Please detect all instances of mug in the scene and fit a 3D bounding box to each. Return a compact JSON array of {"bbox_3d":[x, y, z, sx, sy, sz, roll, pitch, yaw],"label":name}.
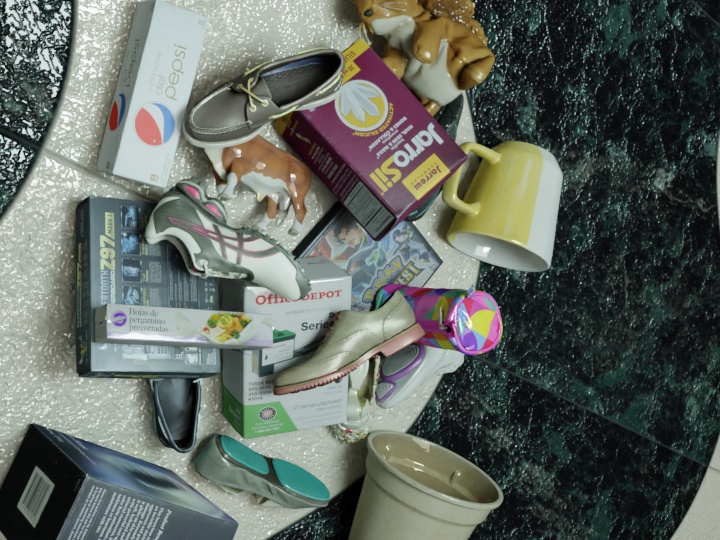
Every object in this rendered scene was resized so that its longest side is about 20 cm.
[{"bbox_3d":[0.208,-0.100,1.440,0.187,0.149,0.154,46,61,-67],"label":"mug"}]

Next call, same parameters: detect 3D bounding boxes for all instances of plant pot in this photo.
[{"bbox_3d":[0.067,0.348,1.426,0.200,0.200,0.184,17,100,-34],"label":"plant pot"}]

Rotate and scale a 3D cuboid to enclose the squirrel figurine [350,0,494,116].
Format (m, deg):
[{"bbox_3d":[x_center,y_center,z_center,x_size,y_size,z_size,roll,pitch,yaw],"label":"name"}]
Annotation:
[{"bbox_3d":[0.075,-0.313,1.339,0.187,0.141,0.200,44,46,-13],"label":"squirrel figurine"}]

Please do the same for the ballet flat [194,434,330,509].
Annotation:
[{"bbox_3d":[-0.129,0.273,1.355,0.200,0.067,0.064,33,108,-33],"label":"ballet flat"}]

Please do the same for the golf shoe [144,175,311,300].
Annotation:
[{"bbox_3d":[-0.151,-0.016,1.188,0.200,0.077,0.088,36,64,-5],"label":"golf shoe"}]

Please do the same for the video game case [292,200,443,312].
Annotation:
[{"bbox_3d":[0.000,0.000,1.399,0.200,0.025,0.181,-49,121,-15],"label":"video game case"}]

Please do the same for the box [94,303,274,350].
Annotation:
[{"bbox_3d":[-0.192,0.064,1.158,0.199,0.041,0.039,5,76,-31],"label":"box"}]

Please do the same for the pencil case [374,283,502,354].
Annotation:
[{"bbox_3d":[0.094,0.060,1.338,0.088,0.200,0.089,-1,91,-30],"label":"pencil case"}]

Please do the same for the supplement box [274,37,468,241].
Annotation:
[{"bbox_3d":[0.010,-0.159,1.281,0.131,0.103,0.200,-42,89,-20],"label":"supplement box"}]

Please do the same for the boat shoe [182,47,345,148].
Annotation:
[{"bbox_3d":[-0.108,-0.199,1.178,0.199,0.060,0.072,-23,79,-17],"label":"boat shoe"}]

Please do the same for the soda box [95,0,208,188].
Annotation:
[{"bbox_3d":[-0.237,-0.199,1.183,0.068,0.064,0.201,14,91,-34],"label":"soda box"}]

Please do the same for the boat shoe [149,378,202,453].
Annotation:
[{"bbox_3d":[-0.224,0.120,1.253,0.075,0.062,0.201,-2,99,-25],"label":"boat shoe"}]

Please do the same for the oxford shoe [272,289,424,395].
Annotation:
[{"bbox_3d":[-0.024,0.089,1.261,0.200,0.070,0.075,-25,90,-18],"label":"oxford shoe"}]

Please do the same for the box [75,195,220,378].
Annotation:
[{"bbox_3d":[-0.242,0.022,1.192,0.157,0.051,0.201,4,75,-35],"label":"box"}]

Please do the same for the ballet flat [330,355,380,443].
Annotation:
[{"bbox_3d":[-0.011,0.152,1.377,0.075,0.064,0.201,2,113,-3],"label":"ballet flat"}]

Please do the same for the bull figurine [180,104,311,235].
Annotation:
[{"bbox_3d":[-0.136,-0.121,1.250,0.200,0.065,0.122,24,64,-39],"label":"bull figurine"}]

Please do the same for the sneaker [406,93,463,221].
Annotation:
[{"bbox_3d":[0.088,-0.158,1.407,0.200,0.075,0.079,-65,152,-18],"label":"sneaker"}]

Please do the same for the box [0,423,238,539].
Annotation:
[{"bbox_3d":[-0.277,0.276,1.167,0.198,0.200,0.124,29,83,-35],"label":"box"}]

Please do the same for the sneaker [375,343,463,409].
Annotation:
[{"bbox_3d":[0.099,0.127,1.452,0.200,0.075,0.100,-48,123,-23],"label":"sneaker"}]

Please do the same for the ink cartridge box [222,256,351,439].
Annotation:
[{"bbox_3d":[-0.093,0.093,1.302,0.146,0.084,0.201,-6,109,-24],"label":"ink cartridge box"}]
